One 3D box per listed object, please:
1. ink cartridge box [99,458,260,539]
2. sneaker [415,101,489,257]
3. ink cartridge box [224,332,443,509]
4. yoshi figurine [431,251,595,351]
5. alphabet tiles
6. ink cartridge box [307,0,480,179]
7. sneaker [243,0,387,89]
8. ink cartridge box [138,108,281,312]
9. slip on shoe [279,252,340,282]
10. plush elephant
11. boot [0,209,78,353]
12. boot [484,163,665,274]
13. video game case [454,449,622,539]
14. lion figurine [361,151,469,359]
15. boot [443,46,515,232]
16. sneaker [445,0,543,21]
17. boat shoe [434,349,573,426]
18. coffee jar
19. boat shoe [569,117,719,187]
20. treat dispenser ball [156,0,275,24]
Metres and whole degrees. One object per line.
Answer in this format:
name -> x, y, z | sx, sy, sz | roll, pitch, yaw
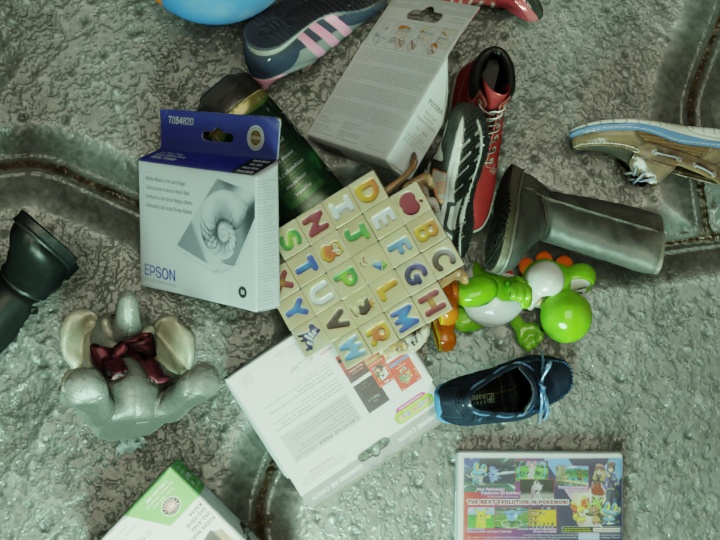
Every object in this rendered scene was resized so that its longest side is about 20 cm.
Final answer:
ink cartridge box -> -0.185, 0.333, 1.338 | 0.200, 0.084, 0.146 | 44, 84, -1
sneaker -> 0.088, -0.098, 1.344 | 0.080, 0.074, 0.202 | 27, 127, 25
ink cartridge box -> -0.026, 0.141, 1.366 | 0.199, 0.084, 0.177 | -32, 91, -7
yoshi figurine -> 0.183, 0.048, 1.388 | 0.198, 0.112, 0.113 | -12, 103, -8
alphabet tiles -> 0.000, 0.000, 1.269 | 0.199, 0.006, 0.167 | -31, 87, 13
ink cartridge box -> 0.045, -0.211, 1.362 | 0.047, 0.160, 0.201 | 37, 82, -38
sneaker -> -0.053, -0.279, 1.407 | 0.199, 0.082, 0.070 | -28, 59, -24
ink cartridge box -> -0.166, -0.069, 1.305 | 0.040, 0.198, 0.202 | -10, 104, -48
slip on shoe -> -0.090, -0.009, 1.350 | 0.198, 0.076, 0.061 | 5, 61, 29
plush elephant -> -0.253, 0.097, 1.321 | 0.163, 0.200, 0.156 | -4, 64, -18
boot -> -0.380, 0.028, 1.289 | 0.073, 0.198, 0.163 | 41, 77, 1
boot -> 0.249, -0.034, 1.383 | 0.199, 0.073, 0.183 | 25, 47, -6
video game case -> 0.208, 0.302, 1.410 | 0.198, 0.023, 0.184 | 1, 86, -4
lion figurine -> 0.042, -0.014, 1.297 | 0.121, 0.072, 0.202 | -20, 95, 0
boot -> 0.134, -0.146, 1.370 | 0.072, 0.144, 0.202 | 4, 88, -8
sneaker -> 0.121, -0.337, 1.428 | 0.199, 0.074, 0.087 | 33, 98, 1
boat shoe -> 0.175, 0.142, 1.356 | 0.199, 0.068, 0.085 | -17, 92, -37
coffee jar -> -0.101, -0.128, 1.366 | 0.085, 0.104, 0.200 | -40, 91, -2
boat shoe -> 0.343, -0.136, 1.425 | 0.198, 0.072, 0.073 | 3, 87, -5
treat dispenser ball -> -0.161, -0.373, 1.327 | 0.199, 0.201, 0.203 | 0, 86, -5
